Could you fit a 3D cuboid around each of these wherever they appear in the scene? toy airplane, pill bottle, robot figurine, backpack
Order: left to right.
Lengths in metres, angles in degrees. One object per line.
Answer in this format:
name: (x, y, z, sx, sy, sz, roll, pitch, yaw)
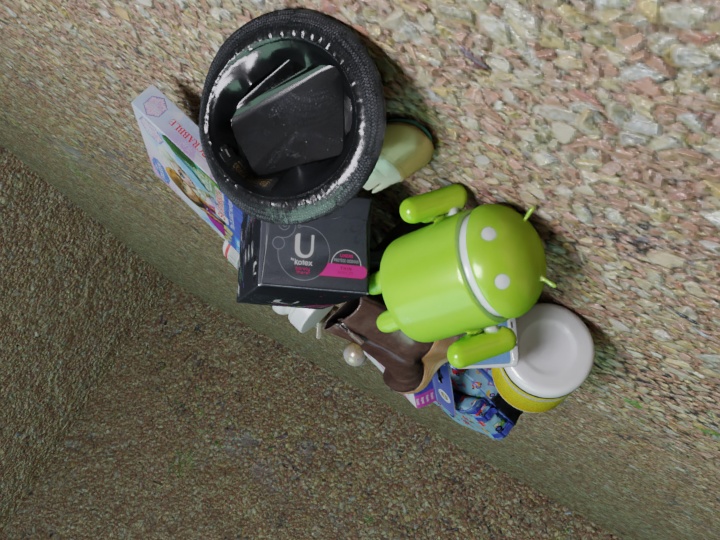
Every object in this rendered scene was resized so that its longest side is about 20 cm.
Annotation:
pill bottle: (-0.133, 0.000, 1.216, 0.200, 0.114, 0.114, 45, 169, 12)
toy airplane: (0.005, 0.107, 1.307, 0.198, 0.143, 0.199, 14, 166, 38)
robot figurine: (0.100, 0.004, 0.722, 0.198, 0.178, 0.115, -20, 176, 37)
backpack: (0.167, 0.161, 1.157, 0.181, 0.136, 0.200, 16, 158, 50)
pill bottle: (0.230, 0.123, 0.926, 0.111, 0.113, 0.200, 28, 165, 14)

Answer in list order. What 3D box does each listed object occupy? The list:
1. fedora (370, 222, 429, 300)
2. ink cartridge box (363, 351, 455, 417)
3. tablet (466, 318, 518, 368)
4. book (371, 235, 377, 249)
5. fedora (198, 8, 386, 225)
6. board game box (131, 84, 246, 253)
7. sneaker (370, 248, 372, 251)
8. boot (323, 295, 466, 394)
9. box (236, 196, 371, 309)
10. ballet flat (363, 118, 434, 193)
fedora: (0.066, 0.002, 0.904, 0.176, 0.091, 0.199, 35, 152, -23)
ink cartridge box: (0.059, 0.122, 1.082, 0.200, 0.043, 0.198, 43, 159, 38)
tablet: (0.149, 0.056, 0.889, 0.013, 0.133, 0.200, -3, 172, -12)
book: (-0.065, -0.065, 1.094, 0.198, 0.049, 0.134, 23, 165, 24)
fedora: (-0.051, -0.138, 0.650, 0.199, 0.203, 0.091, 26, -159, 22)
board game box: (-0.214, -0.125, 0.966, 0.199, 0.041, 0.200, 43, 162, 7)
sneaker: (0.000, 0.000, 0.984, 0.197, 0.084, 0.077, -1, -132, -33)
boot: (0.029, 0.089, 0.895, 0.164, 0.073, 0.200, 20, 149, -18)
box: (-0.071, -0.018, 0.813, 0.120, 0.108, 0.200, 4, 171, -15)
ballet flat: (0.008, -0.105, 0.736, 0.068, 0.064, 0.199, 37, 166, -20)
